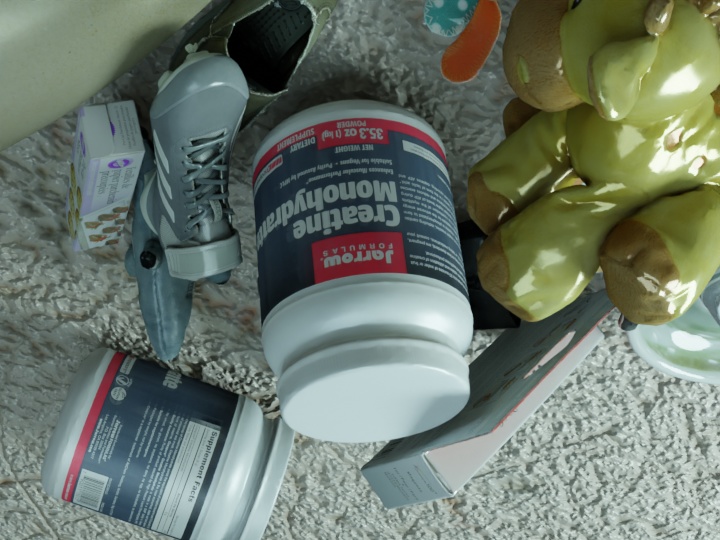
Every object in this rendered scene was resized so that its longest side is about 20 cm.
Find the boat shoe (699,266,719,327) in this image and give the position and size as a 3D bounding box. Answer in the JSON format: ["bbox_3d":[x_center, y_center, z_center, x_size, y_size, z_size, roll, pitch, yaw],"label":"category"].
[{"bbox_3d":[0.285,0.046,0.794,0.070,0.072,0.201,-22,145,28],"label":"boat shoe"}]

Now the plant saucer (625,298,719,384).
[{"bbox_3d":[0.293,0.015,0.867,0.199,0.050,0.201,1,144,1],"label":"plant saucer"}]

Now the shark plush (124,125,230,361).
[{"bbox_3d":[-0.149,-0.024,0.926,0.090,0.084,0.201,14,133,0],"label":"shark plush"}]

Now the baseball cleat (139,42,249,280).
[{"bbox_3d":[-0.101,-0.060,0.794,0.069,0.107,0.200,-20,162,-21],"label":"baseball cleat"}]

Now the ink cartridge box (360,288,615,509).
[{"bbox_3d":[0.114,0.088,0.861,0.044,0.200,0.173,54,147,-5],"label":"ink cartridge box"}]

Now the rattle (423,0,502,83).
[{"bbox_3d":[0.111,-0.219,0.686,0.142,0.130,0.201,-20,120,-25],"label":"rattle"}]

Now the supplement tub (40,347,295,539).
[{"bbox_3d":[-0.172,0.164,1.063,0.199,0.141,0.141,20,133,-6],"label":"supplement tub"}]

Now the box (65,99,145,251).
[{"bbox_3d":[-0.191,-0.065,0.868,0.038,0.042,0.200,-11,167,-20],"label":"box"}]

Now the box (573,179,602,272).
[{"bbox_3d":[0.200,-0.114,0.751,0.151,0.107,0.201,-8,130,20],"label":"box"}]

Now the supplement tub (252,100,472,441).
[{"bbox_3d":[0.000,0.000,0.806,0.139,0.201,0.141,-5,151,-3],"label":"supplement tub"}]

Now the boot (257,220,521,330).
[{"bbox_3d":[0.037,0.044,0.966,0.199,0.066,0.165,-13,129,17],"label":"boot"}]

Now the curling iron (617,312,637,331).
[{"bbox_3d":[0.205,-0.026,0.738,0.049,0.026,0.201,19,134,-2],"label":"curling iron"}]

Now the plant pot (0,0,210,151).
[{"bbox_3d":[-0.197,-0.185,0.748,0.199,0.188,0.188,-18,127,9],"label":"plant pot"}]

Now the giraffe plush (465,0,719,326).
[{"bbox_3d":[0.133,-0.084,0.588,0.199,0.173,0.162,-14,141,16],"label":"giraffe plush"}]

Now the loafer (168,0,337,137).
[{"bbox_3d":[-0.083,-0.146,0.811,0.075,0.070,0.200,31,131,-15],"label":"loafer"}]
